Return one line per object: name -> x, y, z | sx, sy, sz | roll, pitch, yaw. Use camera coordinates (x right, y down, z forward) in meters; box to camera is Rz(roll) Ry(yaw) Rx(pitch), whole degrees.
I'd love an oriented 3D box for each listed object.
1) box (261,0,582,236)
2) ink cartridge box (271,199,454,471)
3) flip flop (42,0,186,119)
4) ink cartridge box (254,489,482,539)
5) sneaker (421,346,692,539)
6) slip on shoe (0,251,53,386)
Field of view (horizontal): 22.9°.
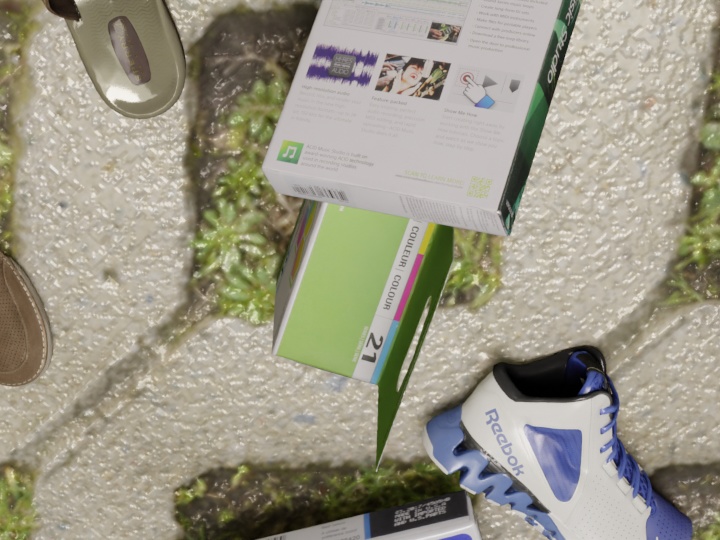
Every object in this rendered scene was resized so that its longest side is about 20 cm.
box -> 0.042, -0.126, 1.006 | 0.143, 0.202, 0.036 | 12, 161, 21
ink cartridge box -> 0.000, 0.000, 1.070 | 0.075, 0.200, 0.149 | 17, 115, -7
flip flop -> -0.165, -0.174, 1.066 | 0.080, 0.058, 0.201 | -15, 118, 13
ink cartridge box -> 0.005, 0.257, 1.224 | 0.196, 0.047, 0.201 | -14, 124, 5
sneaker -> 0.152, 0.122, 1.193 | 0.198, 0.081, 0.116 | 30, 115, -11
slip on shoe -> -0.265, -0.002, 1.150 | 0.075, 0.061, 0.201 | -18, 114, 9
